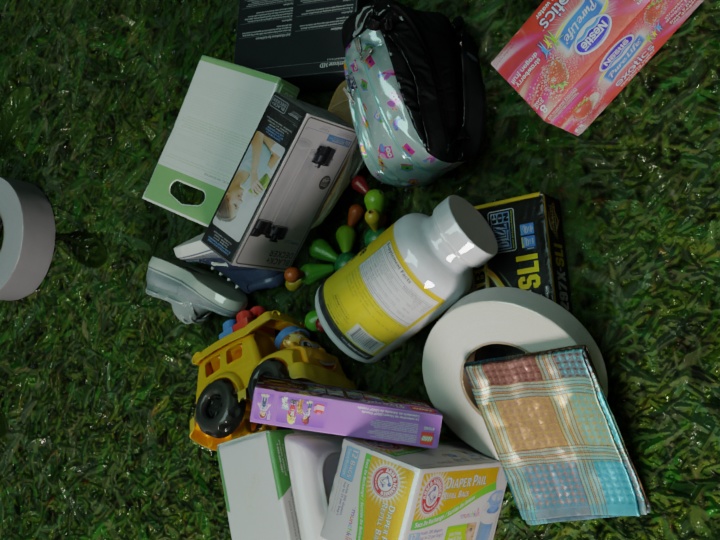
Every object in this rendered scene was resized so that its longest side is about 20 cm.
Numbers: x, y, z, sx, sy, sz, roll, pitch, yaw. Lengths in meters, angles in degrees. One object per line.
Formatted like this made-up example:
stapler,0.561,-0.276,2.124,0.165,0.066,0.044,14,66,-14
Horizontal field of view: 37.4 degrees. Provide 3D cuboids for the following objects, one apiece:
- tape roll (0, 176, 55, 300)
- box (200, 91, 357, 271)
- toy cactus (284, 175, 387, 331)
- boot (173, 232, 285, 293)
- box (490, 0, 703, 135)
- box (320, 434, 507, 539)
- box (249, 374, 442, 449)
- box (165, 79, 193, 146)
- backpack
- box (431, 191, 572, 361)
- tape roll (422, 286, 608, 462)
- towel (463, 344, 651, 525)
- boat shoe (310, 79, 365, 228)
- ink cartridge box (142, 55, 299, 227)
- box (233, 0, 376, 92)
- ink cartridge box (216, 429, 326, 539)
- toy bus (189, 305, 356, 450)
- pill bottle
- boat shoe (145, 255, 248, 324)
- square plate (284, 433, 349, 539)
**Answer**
tape roll,-0.586,-0.051,1.737,0.200,0.066,0.201,-5,82,36
box,-0.094,-0.100,1.267,0.060,0.117,0.200,36,104,29
toy cactus,0.000,0.000,1.300,0.165,0.102,0.200,32,95,24
boot,-0.178,-0.010,1.435,0.200,0.073,0.091,-8,108,53
box,0.251,-0.255,1.134,0.200,0.095,0.100,-48,61,21
box,0.064,0.244,1.147,0.101,0.200,0.113,15,93,36
box,-0.018,0.153,1.164,0.199,0.137,0.039,9,90,-4
box,-0.149,-0.154,1.406,0.200,0.106,0.123,30,101,35
backpack,0.061,-0.200,1.244,0.126,0.167,0.201,-27,72,48
box,0.155,0.026,1.202,0.159,0.049,0.201,-10,79,33
tape roll,0.162,0.115,1.135,0.202,0.037,0.203,13,120,24
towel,0.201,0.176,1.107,0.146,0.022,0.200,-13,108,34
boat shoe,-0.024,-0.138,1.336,0.071,0.069,0.200,31,98,31
ink cartridge box,-0.175,-0.157,1.326,0.145,0.048,0.201,23,92,35
box,-0.065,-0.309,1.381,0.200,0.079,0.142,3,83,36
ink cartridge box,-0.063,0.262,1.240,0.083,0.200,0.147,-21,73,29
toy bus,-0.116,0.119,1.351,0.200,0.136,0.192,-29,52,29
pill bottle,0.052,0.008,1.181,0.200,0.112,0.112,-39,64,26
boat shoe,-0.229,0.037,1.469,0.201,0.070,0.072,22,100,43
square plate,0.000,0.277,1.191,0.028,0.198,0.201,-20,73,32
